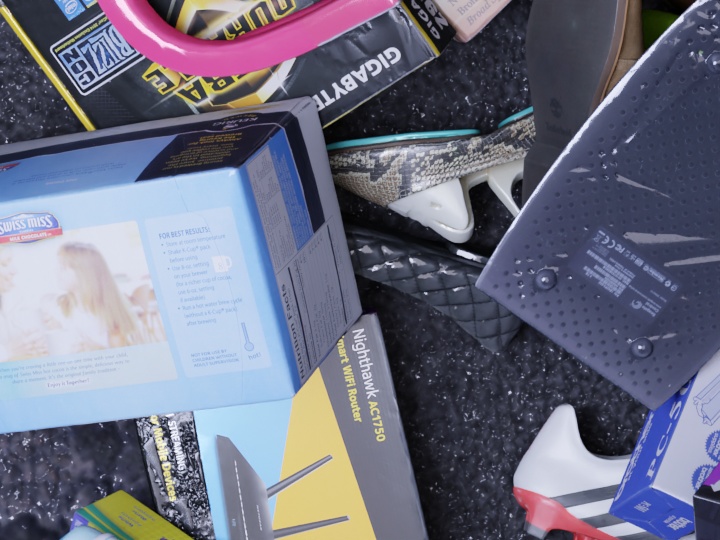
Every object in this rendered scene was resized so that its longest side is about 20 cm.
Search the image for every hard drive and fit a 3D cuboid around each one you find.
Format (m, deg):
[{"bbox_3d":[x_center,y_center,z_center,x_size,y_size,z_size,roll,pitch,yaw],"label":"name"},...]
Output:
[{"bbox_3d":[0.167,-0.038,1.506,0.135,0.042,0.200,35,108,-9],"label":"hard drive"}]

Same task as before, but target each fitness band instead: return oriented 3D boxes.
[{"bbox_3d":[-0.051,-0.183,1.486,0.200,0.037,0.144,-23,102,22],"label":"fitness band"}]

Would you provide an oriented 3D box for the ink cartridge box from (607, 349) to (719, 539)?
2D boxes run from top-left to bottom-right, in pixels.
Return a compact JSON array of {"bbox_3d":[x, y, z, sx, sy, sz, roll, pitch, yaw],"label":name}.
[{"bbox_3d":[0.203,0.047,1.583,0.044,0.094,0.200,25,74,-3],"label":"ink cartridge box"}]

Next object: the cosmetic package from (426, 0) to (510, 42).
[{"bbox_3d":[0.022,-0.231,1.579,0.200,0.087,0.103,44,93,-6],"label":"cosmetic package"}]

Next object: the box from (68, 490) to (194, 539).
[{"bbox_3d":[-0.085,0.223,1.571,0.200,0.048,0.117,30,119,24],"label":"box"}]

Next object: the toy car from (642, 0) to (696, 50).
[{"bbox_3d":[0.240,-0.176,1.541,0.158,0.200,0.164,13,94,-5],"label":"toy car"}]

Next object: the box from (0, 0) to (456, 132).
[{"bbox_3d":[-0.074,-0.138,1.557,0.200,0.049,0.160,-30,100,26],"label":"box"}]

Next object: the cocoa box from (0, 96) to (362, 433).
[{"bbox_3d":[-0.120,-0.002,1.528,0.200,0.131,0.133,-8,107,20],"label":"cocoa box"}]

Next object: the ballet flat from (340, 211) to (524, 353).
[{"bbox_3d":[0.000,0.000,1.610,0.200,0.066,0.057,14,100,-4],"label":"ballet flat"}]

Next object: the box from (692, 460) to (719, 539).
[{"bbox_3d":[0.242,0.126,1.563,0.036,0.200,0.143,14,128,31],"label":"box"}]

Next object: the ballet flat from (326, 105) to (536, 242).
[{"bbox_3d":[0.078,-0.058,1.607,0.200,0.068,0.075,-15,85,-5],"label":"ballet flat"}]

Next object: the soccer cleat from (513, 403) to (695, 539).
[{"bbox_3d":[0.186,0.140,1.636,0.200,0.069,0.085,20,90,-3],"label":"soccer cleat"}]

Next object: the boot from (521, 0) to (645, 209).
[{"bbox_3d":[0.137,-0.102,1.557,0.075,0.074,0.200,-7,112,-28],"label":"boot"}]

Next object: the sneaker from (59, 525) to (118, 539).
[{"bbox_3d":[-0.220,0.175,1.570,0.131,0.080,0.200,46,125,6],"label":"sneaker"}]

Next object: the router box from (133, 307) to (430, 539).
[{"bbox_3d":[-0.041,0.133,1.625,0.149,0.051,0.200,-13,96,-2],"label":"router box"}]
